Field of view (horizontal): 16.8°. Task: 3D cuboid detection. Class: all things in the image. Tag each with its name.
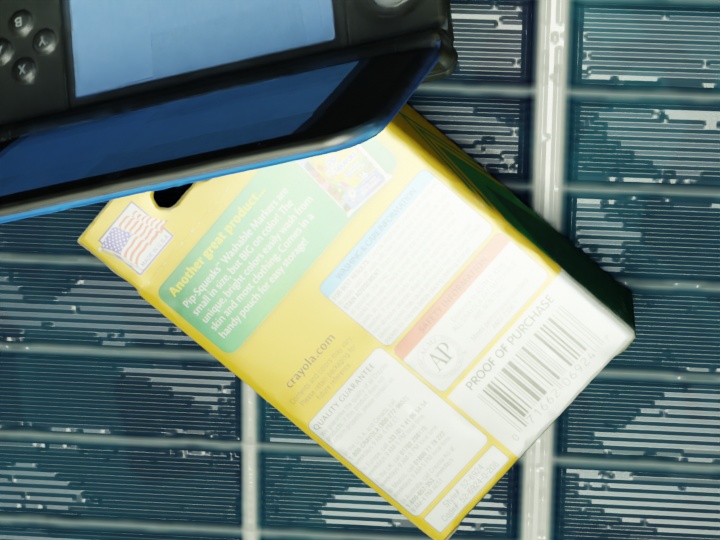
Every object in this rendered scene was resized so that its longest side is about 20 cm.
[{"bbox_3d":[0.000,0.000,1.013,0.200,0.052,0.126,40,107,-8],"label":"crayon box"},{"bbox_3d":[-0.075,-0.098,0.910,0.198,0.118,0.172,-11,76,18],"label":"game console"}]
